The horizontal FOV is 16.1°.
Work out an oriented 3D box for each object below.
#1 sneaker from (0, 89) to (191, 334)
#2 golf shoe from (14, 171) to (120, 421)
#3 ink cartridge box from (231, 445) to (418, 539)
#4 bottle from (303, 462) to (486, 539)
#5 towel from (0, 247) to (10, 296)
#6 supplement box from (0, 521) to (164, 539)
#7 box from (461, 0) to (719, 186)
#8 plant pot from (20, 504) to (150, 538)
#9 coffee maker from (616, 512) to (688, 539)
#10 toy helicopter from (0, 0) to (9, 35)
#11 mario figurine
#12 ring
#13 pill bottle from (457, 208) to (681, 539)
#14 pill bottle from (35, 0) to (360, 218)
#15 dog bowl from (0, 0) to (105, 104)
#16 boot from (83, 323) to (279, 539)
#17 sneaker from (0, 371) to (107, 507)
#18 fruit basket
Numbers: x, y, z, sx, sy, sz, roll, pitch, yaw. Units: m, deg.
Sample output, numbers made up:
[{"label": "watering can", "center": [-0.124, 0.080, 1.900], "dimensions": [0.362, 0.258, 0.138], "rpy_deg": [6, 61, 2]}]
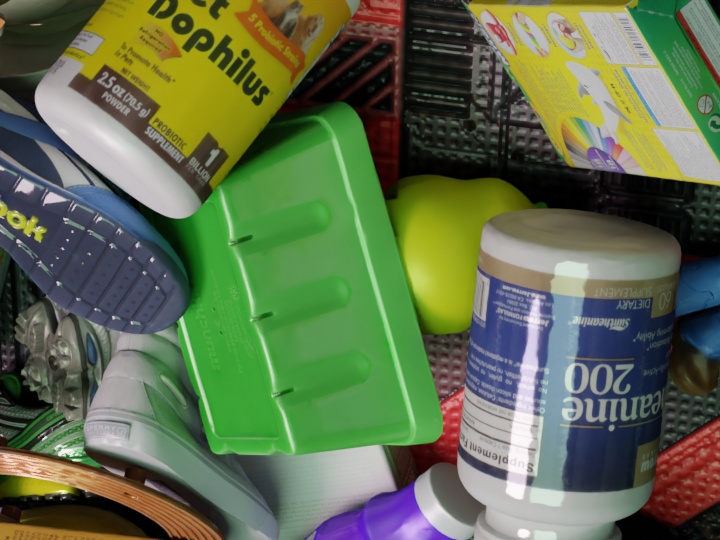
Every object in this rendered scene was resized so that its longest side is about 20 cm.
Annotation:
[{"label": "sneaker", "center": [-0.172, -0.044, 1.427], "dimensions": [0.200, 0.082, 0.074], "rpy_deg": [38, 124, -7]}, {"label": "golf shoe", "center": [-0.153, -0.010, 1.537], "dimensions": [0.078, 0.097, 0.200], "rpy_deg": [38, 134, 38]}, {"label": "ink cartridge box", "center": [-0.033, 0.151, 1.614], "dimensions": [0.145, 0.048, 0.200], "rpy_deg": [-9, 119, 21]}, {"label": "bottle", "center": [-0.002, 0.192, 1.563], "dimensions": [0.084, 0.065, 0.200], "rpy_deg": [41, 122, -9]}, {"label": "towel", "center": [-0.258, 0.021, 1.524], "dimensions": [0.048, 0.171, 0.200], "rpy_deg": [22, 124, 4]}, {"label": "supplement box", "center": [-0.187, 0.197, 1.558], "dimensions": [0.200, 0.069, 0.067], "rpy_deg": [1, 153, 25]}, {"label": "box", "center": [0.133, -0.107, 1.361], "dimensions": [0.117, 0.048, 0.200], "rpy_deg": [56, 161, -20]}, {"label": "plant pot", "center": [-0.190, 0.287, 1.664], "dimensions": [0.201, 0.201, 0.189], "rpy_deg": [-4, 135, 18]}, {"label": "coffee maker", "center": [0.130, 0.254, 1.560], "dimensions": [0.192, 0.135, 0.200], "rpy_deg": [27, 113, -3]}, {"label": "toy helicopter", "center": [-0.207, -0.163, 1.294], "dimensions": [0.079, 0.200, 0.132], "rpy_deg": [10, 105, 9]}, {"label": "mario figurine", "center": [0.237, 0.011, 1.410], "dimensions": [0.200, 0.106, 0.123], "rpy_deg": [-29, 154, 37]}, {"label": "ring", "center": [-0.174, 0.139, 1.525], "dimensions": [0.200, 0.019, 0.200], "rpy_deg": [11, 157, 5]}, {"label": "pill bottle", "center": [0.112, 0.073, 1.410], "dimensions": [0.111, 0.111, 0.200], "rpy_deg": [8, 104, 11]}, {"label": "pill bottle", "center": [-0.075, -0.134, 1.370], "dimensions": [0.109, 0.109, 0.200], "rpy_deg": [39, 81, -9]}, {"label": "dog bowl", "center": [-0.206, -0.197, 1.438], "dimensions": [0.200, 0.074, 0.200], "rpy_deg": [7, 122, 11]}, {"label": "boot", "center": [-0.094, 0.097, 1.528], "dimensions": [0.073, 0.096, 0.200], "rpy_deg": [4, 156, 24]}, {"label": "sneaker", "center": [-0.234, 0.110, 1.643], "dimensions": [0.200, 0.078, 0.085], "rpy_deg": [-7, 82, 27]}, {"label": "fruit basket", "center": [0.000, 0.000, 1.471], "dimensions": [0.155, 0.216, 0.216], "rpy_deg": [-5, 124, 55]}]
